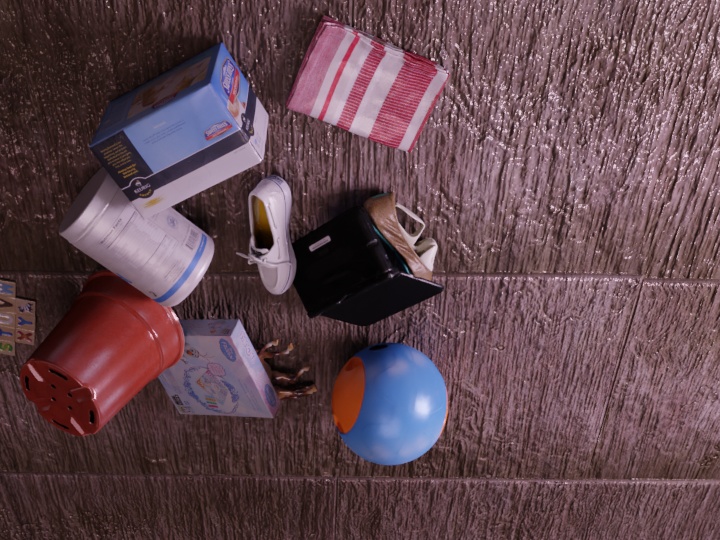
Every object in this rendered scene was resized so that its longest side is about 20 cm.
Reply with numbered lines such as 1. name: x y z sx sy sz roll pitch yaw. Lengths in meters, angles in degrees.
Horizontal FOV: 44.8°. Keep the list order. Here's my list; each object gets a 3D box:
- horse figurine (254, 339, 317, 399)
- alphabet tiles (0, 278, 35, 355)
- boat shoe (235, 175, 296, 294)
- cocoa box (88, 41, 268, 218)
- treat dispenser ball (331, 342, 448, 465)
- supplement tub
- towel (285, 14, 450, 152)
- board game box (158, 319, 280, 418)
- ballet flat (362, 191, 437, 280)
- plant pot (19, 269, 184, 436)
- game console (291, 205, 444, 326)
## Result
1. horse figurine: -0.158 0.176 1.528 0.131 0.050 0.201 -18 131 24
2. alphabet tiles: -0.648 0.071 1.470 0.197 0.006 0.168 11 127 -9
3. boat shoe: -0.147 -0.038 1.331 0.074 0.086 0.204 24 130 24
4. cocoa box: -0.244 -0.191 1.196 0.198 0.134 0.132 -23 124 16
5. treat dispenser ball: 0.050 0.224 1.475 0.197 0.202 0.203 0 128 -1
6. supplement tub: -0.330 -0.049 1.306 0.199 0.133 0.132 38 118 -25
7. towel: 0.010 -0.254 1.224 0.197 0.023 0.145 18 126 -15
8. board game box: -0.260 0.169 1.493 0.196 0.044 0.202 -1 131 25
9. ballet flat: 0.075 -0.044 1.367 0.072 0.068 0.201 -34 118 4
10. plant pot: -0.411 0.137 1.365 0.198 0.196 0.203 14 129 18
11. game console: 0.000 0.000 1.372 0.199 0.116 0.178 -28 89 42
